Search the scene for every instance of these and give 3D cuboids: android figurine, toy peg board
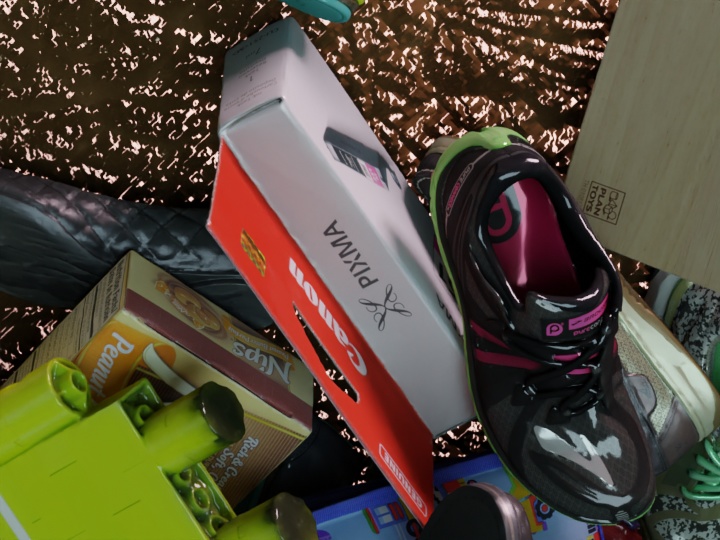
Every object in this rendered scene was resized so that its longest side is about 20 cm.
[{"bbox_3d":[-0.120,0.131,1.262,0.200,0.041,0.182,-28,97,29],"label":"android figurine"},{"bbox_3d":[0.226,-0.086,1.324,0.199,0.098,0.200,22,110,16],"label":"toy peg board"}]

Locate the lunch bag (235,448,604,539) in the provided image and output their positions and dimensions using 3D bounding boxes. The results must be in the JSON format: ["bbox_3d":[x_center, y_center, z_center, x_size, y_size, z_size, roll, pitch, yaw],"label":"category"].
[{"bbox_3d":[0.049,0.170,1.324,0.200,0.094,0.151,-14,91,-16],"label":"lunch bag"}]

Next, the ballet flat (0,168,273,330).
[{"bbox_3d":[-0.128,-0.016,1.322,0.200,0.057,0.066,14,134,-11],"label":"ballet flat"}]

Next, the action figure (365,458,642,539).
[{"bbox_3d":[0.067,0.161,1.416,0.200,0.105,0.194,37,94,-8],"label":"action figure"}]

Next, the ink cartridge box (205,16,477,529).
[{"bbox_3d":[0.000,0.000,1.276,0.044,0.174,0.200,-28,116,15],"label":"ink cartridge box"}]

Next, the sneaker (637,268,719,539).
[{"bbox_3d":[0.183,0.087,1.398,0.077,0.089,0.200,-7,114,-9],"label":"sneaker"}]

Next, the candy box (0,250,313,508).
[{"bbox_3d":[-0.129,0.096,1.330,0.115,0.055,0.200,34,117,-22],"label":"candy box"}]

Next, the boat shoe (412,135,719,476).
[{"bbox_3d":[0.094,0.021,1.333,0.201,0.072,0.066,46,73,-5],"label":"boat shoe"}]

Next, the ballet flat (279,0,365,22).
[{"bbox_3d":[-0.081,-0.177,1.255,0.200,0.067,0.067,18,86,-21],"label":"ballet flat"}]

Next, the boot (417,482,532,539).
[{"bbox_3d":[0.114,0.164,1.274,0.174,0.069,0.200,-19,124,-28],"label":"boot"}]

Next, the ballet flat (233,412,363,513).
[{"bbox_3d":[-0.055,0.165,1.395,0.073,0.073,0.200,22,104,-19],"label":"ballet flat"}]

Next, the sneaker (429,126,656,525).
[{"bbox_3d":[0.086,0.031,1.258,0.077,0.084,0.200,-25,100,-11],"label":"sneaker"}]
